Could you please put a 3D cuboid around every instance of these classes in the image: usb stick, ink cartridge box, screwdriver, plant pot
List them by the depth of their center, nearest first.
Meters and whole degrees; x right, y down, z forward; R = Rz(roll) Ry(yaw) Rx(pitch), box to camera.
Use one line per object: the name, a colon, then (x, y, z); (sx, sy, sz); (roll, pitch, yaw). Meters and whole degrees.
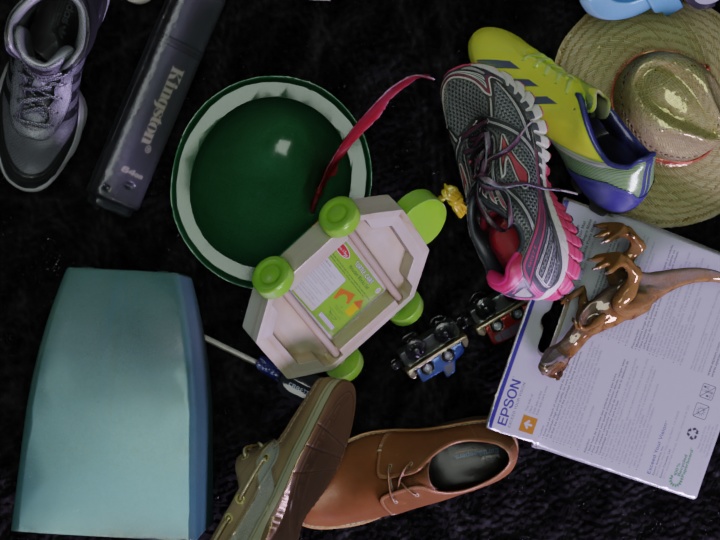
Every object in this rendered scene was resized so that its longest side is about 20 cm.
plant pot: (-0.187, 0.100, 1.438); (0.139, 0.141, 0.203); (2, 88, 1)
usb stick: (-0.164, -0.141, 1.478); (0.032, 0.055, 0.202); (24, 91, 35)
ink cartridge box: (0.215, 0.063, 1.493); (0.198, 0.041, 0.202); (20, 91, -15)
screwdriver: (-0.098, 0.066, 1.499); (0.199, 0.028, 0.029); (30, 133, -2)

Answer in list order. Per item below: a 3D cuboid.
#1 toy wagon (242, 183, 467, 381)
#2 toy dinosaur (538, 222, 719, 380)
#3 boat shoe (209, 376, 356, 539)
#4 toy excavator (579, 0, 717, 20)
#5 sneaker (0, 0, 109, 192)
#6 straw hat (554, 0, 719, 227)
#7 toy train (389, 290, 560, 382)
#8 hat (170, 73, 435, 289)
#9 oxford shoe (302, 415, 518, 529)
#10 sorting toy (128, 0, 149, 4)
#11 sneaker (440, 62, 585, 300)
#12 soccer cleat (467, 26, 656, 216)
toy wagon: (0.000, 0.000, 1.450); (0.200, 0.155, 0.040); (-43, 52, -4)
toy dinosaur: (0.218, 0.015, 1.448); (0.198, 0.061, 0.107); (-25, 125, -5)
boat shoe: (-0.071, 0.169, 1.460); (0.066, 0.074, 0.202); (24, 83, 28)
toy excavator: (0.173, -0.249, 1.440); (0.199, 0.194, 0.101); (-31, 54, 12)
sneaker: (-0.250, -0.151, 1.428); (0.075, 0.114, 0.202); (16, 105, -3)
straw hat: (0.251, -0.133, 1.484); (0.198, 0.085, 0.204); (0, 91, -3)
toy train: (0.115, 0.036, 1.508); (0.199, 0.034, 0.046); (-30, 105, -3)
hat: (-0.063, -0.081, 1.420); (0.164, 0.176, 0.202); (22, 90, -4)
oxford shoe: (0.032, 0.164, 1.486); (0.198, 0.071, 0.072); (-18, 95, 4)
sorting toy: (-0.189, -0.315, 1.453); (0.198, 0.107, 0.181); (25, 102, -12)
sneaker: (0.109, -0.073, 1.422); (0.074, 0.081, 0.202); (0, 61, -43)
soccer cleat: (0.163, -0.133, 1.456); (0.064, 0.084, 0.201); (-27, 66, -31)
